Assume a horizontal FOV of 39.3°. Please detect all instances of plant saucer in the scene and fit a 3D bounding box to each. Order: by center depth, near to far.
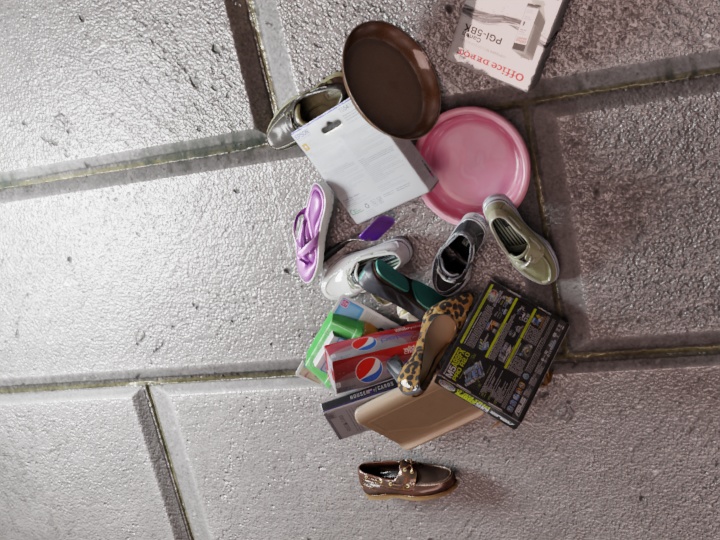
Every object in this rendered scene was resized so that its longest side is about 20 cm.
[{"bbox_3d":[0.044,-0.296,1.595,0.032,0.200,0.201,-25,101,50],"label":"plant saucer"},{"bbox_3d":[0.185,-0.173,1.662,0.197,0.051,0.204,8,113,18],"label":"plant saucer"}]

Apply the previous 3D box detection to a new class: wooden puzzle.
[{"bbox_3d":[0.108,0.246,1.796,0.183,0.038,0.200,-28,143,16],"label":"wooden puzzle"}]

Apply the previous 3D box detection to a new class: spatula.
[{"bbox_3d":[-0.019,-0.048,1.799,0.199,0.056,0.021,-27,69,35],"label":"spatula"}]

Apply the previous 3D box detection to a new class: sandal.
[{"bbox_3d":[-0.096,-0.069,1.789,0.083,0.049,0.205,48,136,43],"label":"sandal"}]

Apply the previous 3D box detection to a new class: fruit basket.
[{"bbox_3d":[0.007,0.166,1.840,0.198,0.094,0.187,31,110,-4],"label":"fruit basket"}]

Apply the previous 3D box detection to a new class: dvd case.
[{"bbox_3d":[0.037,0.241,1.805,0.197,0.151,0.025,-18,60,2],"label":"dvd case"}]

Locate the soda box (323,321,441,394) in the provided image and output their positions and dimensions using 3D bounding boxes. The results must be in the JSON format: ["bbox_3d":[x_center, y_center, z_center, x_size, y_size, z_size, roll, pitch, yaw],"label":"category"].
[{"bbox_3d":[0.039,0.151,1.771,0.197,0.064,0.071,-13,116,-12],"label":"soda box"}]

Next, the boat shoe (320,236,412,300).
[{"bbox_3d":[0.000,0.000,1.792,0.199,0.067,0.074,-33,96,28],"label":"boat shoe"}]

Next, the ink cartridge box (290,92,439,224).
[{"bbox_3d":[0.005,-0.190,1.680,0.195,0.043,0.201,-20,112,49],"label":"ink cartridge box"}]

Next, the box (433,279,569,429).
[{"bbox_3d":[0.238,0.139,1.691,0.159,0.201,0.044,28,158,7],"label":"box"}]

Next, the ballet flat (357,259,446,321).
[{"bbox_3d":[0.073,0.044,1.748,0.199,0.074,0.073,30,124,-32],"label":"ballet flat"}]

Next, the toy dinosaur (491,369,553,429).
[{"bbox_3d":[0.281,0.187,1.775,0.105,0.060,0.203,8,110,44],"label":"toy dinosaur"}]

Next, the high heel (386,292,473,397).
[{"bbox_3d":[0.135,0.125,1.674,0.200,0.143,0.071,-45,110,0],"label":"high heel"}]

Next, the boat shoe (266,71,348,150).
[{"bbox_3d":[-0.094,-0.268,1.722,0.200,0.066,0.072,-31,99,28],"label":"boat shoe"}]

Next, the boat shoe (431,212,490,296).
[{"bbox_3d":[0.157,-0.012,1.694,0.071,0.068,0.201,37,142,7],"label":"boat shoe"}]

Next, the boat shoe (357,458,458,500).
[{"bbox_3d":[0.085,0.393,1.912,0.197,0.070,0.071,-10,111,24],"label":"boat shoe"}]

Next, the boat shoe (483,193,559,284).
[{"bbox_3d":[0.259,-0.038,1.647,0.071,0.062,0.200,-28,122,28],"label":"boat shoe"}]

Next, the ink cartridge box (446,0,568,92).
[{"bbox_3d":[0.233,-0.395,1.537,0.145,0.083,0.202,23,116,10],"label":"ink cartridge box"}]
